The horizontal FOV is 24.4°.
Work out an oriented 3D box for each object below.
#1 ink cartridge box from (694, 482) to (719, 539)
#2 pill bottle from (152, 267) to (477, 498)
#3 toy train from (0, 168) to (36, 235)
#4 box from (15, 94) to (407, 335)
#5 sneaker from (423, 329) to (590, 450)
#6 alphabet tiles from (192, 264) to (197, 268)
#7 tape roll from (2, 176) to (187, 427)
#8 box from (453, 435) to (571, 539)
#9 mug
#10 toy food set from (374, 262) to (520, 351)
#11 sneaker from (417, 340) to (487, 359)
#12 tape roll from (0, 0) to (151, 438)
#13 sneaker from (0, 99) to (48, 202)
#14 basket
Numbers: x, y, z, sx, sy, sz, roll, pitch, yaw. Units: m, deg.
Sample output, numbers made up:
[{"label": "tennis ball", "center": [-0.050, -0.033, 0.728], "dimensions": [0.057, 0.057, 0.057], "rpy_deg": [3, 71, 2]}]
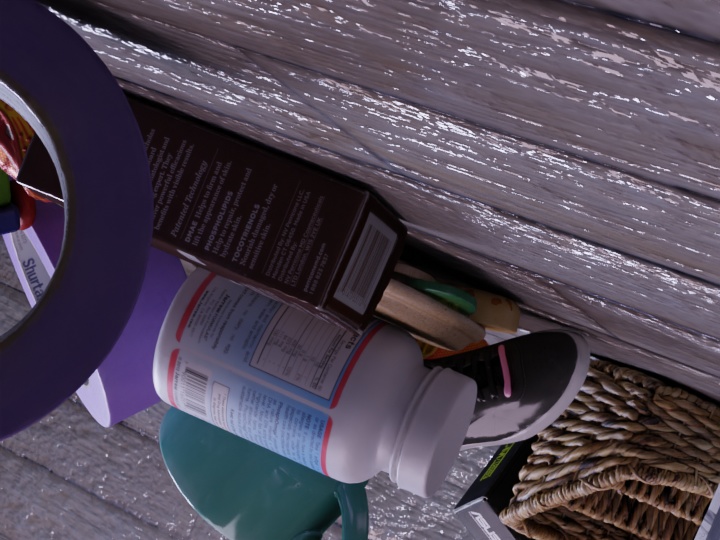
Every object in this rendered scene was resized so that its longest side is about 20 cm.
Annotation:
[{"label": "ink cartridge box", "center": [0.297, 0.215, 1.138], "dimensions": [0.084, 0.201, 0.145], "rpy_deg": [31, 172, -27]}, {"label": "pill bottle", "center": [-0.029, 0.073, 1.103], "dimensions": [0.198, 0.110, 0.109], "rpy_deg": [23, 176, 16]}, {"label": "toy train", "center": [-0.296, -0.097, 1.140], "dimensions": [0.084, 0.117, 0.199], "rpy_deg": [-13, -155, -31]}, {"label": "box", "center": [-0.083, -0.037, 0.948], "dimensions": [0.198, 0.076, 0.100], "rpy_deg": [24, 176, 18]}, {"label": "sneaker", "center": [0.062, 0.084, 1.176], "dimensions": [0.199, 0.071, 0.099], "rpy_deg": [-24, 149, 35]}, {"label": "alphabet tiles", "center": [-0.036, 0.052, 1.290], "dimensions": [0.166, 0.006, 0.200], "rpy_deg": [10, 155, 50]}, {"label": "tape roll", "center": [-0.192, 0.007, 1.225], "dimensions": [0.201, 0.084, 0.201], "rpy_deg": [53, 160, 30]}, {"label": "box", "center": [0.190, 0.214, 1.404], "dimensions": [0.047, 0.193, 0.201], "rpy_deg": [-31, 99, 41]}, {"label": "mug", "center": [-0.049, 0.135, 1.276], "dimensions": [0.185, 0.115, 0.152], "rpy_deg": [42, -158, -3]}, {"label": "toy food set", "center": [0.000, 0.000, 1.113], "dimensions": [0.199, 0.049, 0.198], "rpy_deg": [21, 175, 32]}, {"label": "sneaker", "center": [0.015, 0.045, 1.315], "dimensions": [0.198, 0.074, 0.077], "rpy_deg": [24, 178, -10]}, {"label": "tape roll", "center": [-0.191, -0.024, 0.717], "dimensions": [0.198, 0.202, 0.085], "rpy_deg": [24, 175, -9]}, {"label": "sneaker", "center": [-0.224, -0.105, 1.023], "dimensions": [0.199, 0.073, 0.077], "rpy_deg": [32, -167, -37]}, {"label": "basket", "center": [0.237, 0.173, 1.293], "dimensions": [0.199, 0.150, 0.142], "rpy_deg": [27, 174, -35]}]
